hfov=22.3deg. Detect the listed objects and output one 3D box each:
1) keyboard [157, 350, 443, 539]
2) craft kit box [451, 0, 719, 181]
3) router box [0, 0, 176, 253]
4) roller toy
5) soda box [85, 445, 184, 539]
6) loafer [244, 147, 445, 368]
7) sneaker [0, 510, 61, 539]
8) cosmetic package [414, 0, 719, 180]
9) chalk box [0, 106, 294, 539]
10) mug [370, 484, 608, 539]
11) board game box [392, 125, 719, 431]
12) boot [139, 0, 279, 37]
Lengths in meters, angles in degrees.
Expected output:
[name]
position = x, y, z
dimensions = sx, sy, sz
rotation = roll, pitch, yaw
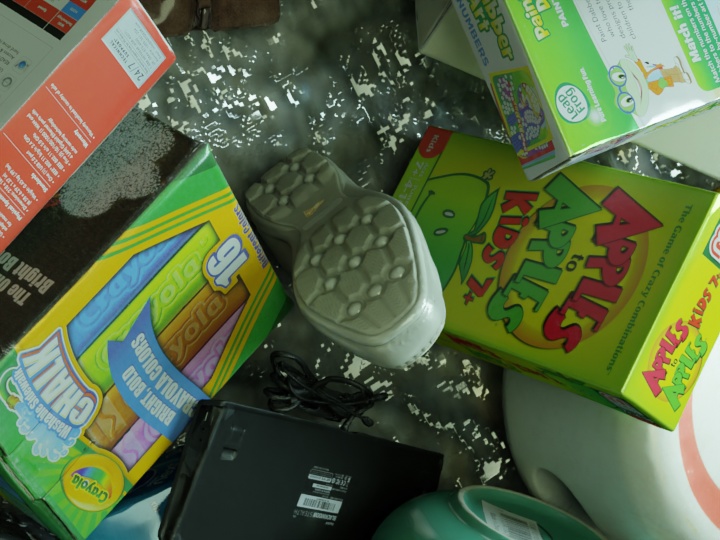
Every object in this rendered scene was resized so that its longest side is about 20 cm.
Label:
[keyboard]
position = -0.028, 0.097, 0.907
dimensions = 0.199, 0.039, 0.105
rotation = 22, 90, -54
[craft kit box]
position = 0.126, -0.166, 0.873
dimensions = 0.196, 0.048, 0.201
rotation = -20, 85, -30
[router box]
position = -0.209, -0.080, 0.796
dimensions = 0.180, 0.199, 0.049
rotation = -49, 144, -11
[roller toy]
position = 0.172, 0.061, 0.959
dimensions = 0.181, 0.139, 0.202
rotation = -10, 98, -30
[soda box]
position = -0.071, 0.194, 0.909
dimensions = 0.064, 0.068, 0.201
rotation = -26, 100, -6
[loafer]
position = 0.000, 0.000, 0.866
dimensions = 0.070, 0.200, 0.070
rotation = -37, 116, 1
[sneaker]
position = -0.183, 0.148, 0.815
dimensions = 0.198, 0.074, 0.082
rotation = 20, 93, -10
[cosmetic package]
position = 0.129, -0.130, 0.950
dimensions = 0.199, 0.073, 0.104
rotation = 19, 40, -19
[chalk box]
position = -0.151, 0.028, 0.818
dimensions = 0.200, 0.124, 0.124
rotation = -47, 142, -17
[mug]
position = 0.079, 0.183, 0.896
dimensions = 0.151, 0.184, 0.115
rotation = 8, 106, -50
[board game box]
position = 0.089, -0.002, 0.894
dimensions = 0.048, 0.199, 0.102
rotation = 35, 80, -40
[boot]
position = -0.053, -0.210, 0.922
dimensions = 0.198, 0.072, 0.168
rotation = -13, 108, -20
